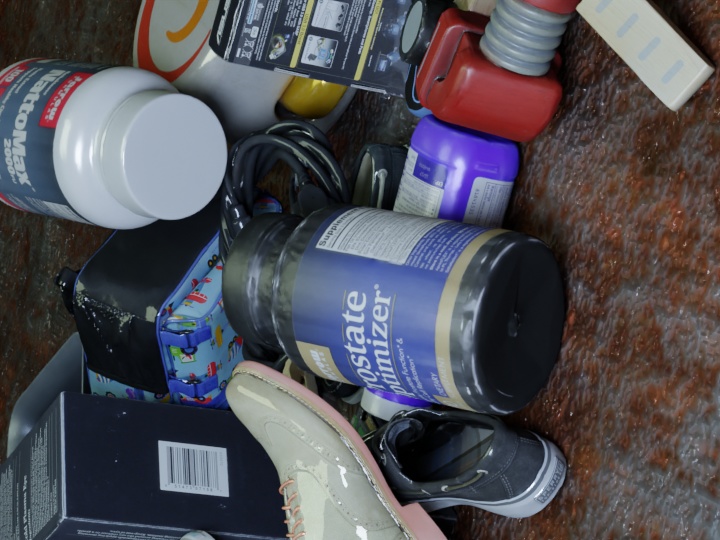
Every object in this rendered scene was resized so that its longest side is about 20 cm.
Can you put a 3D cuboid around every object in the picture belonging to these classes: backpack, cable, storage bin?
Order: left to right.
[{"bbox_3d":[-0.205,0.140,1.982,0.200,0.134,0.146,-44,42,53],"label":"storage bin"},{"bbox_3d":[-0.133,0.042,1.827,0.183,0.134,0.200,-53,-28,-39],"label":"backpack"},{"bbox_3d":[-0.053,-0.009,1.656,0.163,0.051,0.200,-59,41,48],"label":"cable"}]

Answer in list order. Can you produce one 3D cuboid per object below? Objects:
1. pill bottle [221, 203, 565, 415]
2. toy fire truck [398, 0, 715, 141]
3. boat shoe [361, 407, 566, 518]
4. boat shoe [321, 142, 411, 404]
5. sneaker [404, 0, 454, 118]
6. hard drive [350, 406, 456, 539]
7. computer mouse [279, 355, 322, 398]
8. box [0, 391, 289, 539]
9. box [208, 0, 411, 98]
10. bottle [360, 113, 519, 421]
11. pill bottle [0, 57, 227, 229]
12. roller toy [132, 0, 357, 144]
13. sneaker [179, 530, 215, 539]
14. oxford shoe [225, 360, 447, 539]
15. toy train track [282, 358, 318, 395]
[{"bbox_3d":[0.017,0.019,1.454,0.200,0.112,0.112,10,90,35],"label":"pill bottle"},{"bbox_3d":[0.117,-0.145,1.411,0.200,0.128,0.176,-100,29,-58],"label":"toy fire truck"},{"bbox_3d":[0.043,0.115,1.467,0.200,0.066,0.070,4,62,58],"label":"boat shoe"},{"bbox_3d":[0.000,0.000,1.662,0.076,0.060,0.200,48,125,59],"label":"boat shoe"},{"bbox_3d":[0.058,-0.193,1.584,0.070,0.078,0.200,-116,43,-54],"label":"sneaker"},{"bbox_3d":[0.000,0.209,1.609,0.140,0.038,0.200,-121,46,-57],"label":"hard drive"},{"bbox_3d":[-0.045,0.086,1.706,0.200,0.034,0.059,-102,9,-67],"label":"computer mouse"},{"bbox_3d":[-0.164,0.183,1.788,0.182,0.200,0.104,-46,42,51],"label":"box"},{"bbox_3d":[-0.003,-0.229,1.636,0.049,0.161,0.200,-135,57,-63],"label":"box"},{"bbox_3d":[0.047,0.001,1.548,0.084,0.065,0.200,-140,62,-66],"label":"bottle"},{"bbox_3d":[-0.190,-0.093,1.733,0.200,0.119,0.120,10,90,51],"label":"pill bottle"},{"bbox_3d":[-0.074,-0.186,1.808,0.200,0.140,0.183,-24,53,52],"label":"roller toy"},{"bbox_3d":[-0.106,0.291,1.673,0.200,0.082,0.074,63,151,4],"label":"sneaker"},{"bbox_3d":[-0.024,0.141,1.459,0.200,0.074,0.071,46,159,14],"label":"oxford shoe"},{"bbox_3d":[-0.029,0.152,1.549,0.115,0.032,0.200,129,131,-65],"label":"toy train track"}]
